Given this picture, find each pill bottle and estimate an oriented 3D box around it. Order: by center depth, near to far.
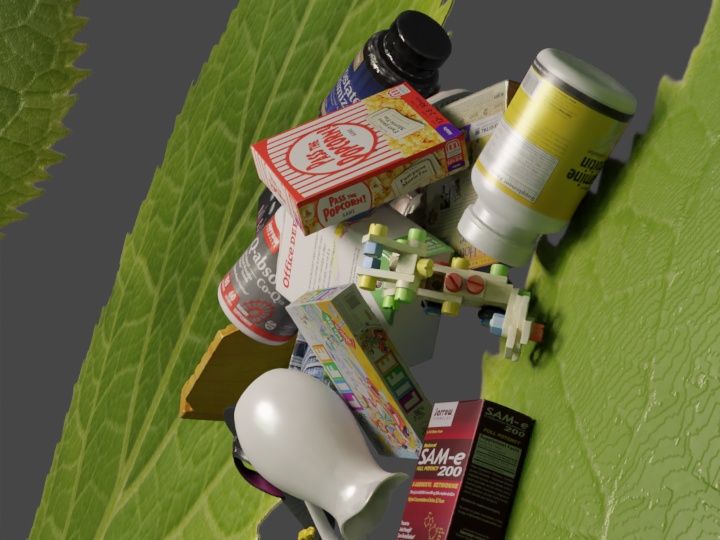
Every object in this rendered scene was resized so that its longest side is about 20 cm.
[{"bbox_3d":[0.178,-0.108,1.419,0.201,0.111,0.112,-61,22,20],"label":"pill bottle"},{"bbox_3d":[-0.080,-0.013,1.784,0.200,0.115,0.116,-50,26,24],"label":"pill bottle"},{"bbox_3d":[0.035,-0.249,1.919,0.200,0.111,0.112,-49,27,42],"label":"pill bottle"}]

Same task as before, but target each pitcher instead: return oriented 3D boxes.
[{"bbox_3d":[-0.051,0.219,1.583,0.200,0.121,0.172,42,135,27],"label":"pitcher"}]

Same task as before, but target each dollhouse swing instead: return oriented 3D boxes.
[{"bbox_3d":[-0.173,0.084,2.052,0.200,0.181,0.176,-56,44,31],"label":"dollhouse swing"}]

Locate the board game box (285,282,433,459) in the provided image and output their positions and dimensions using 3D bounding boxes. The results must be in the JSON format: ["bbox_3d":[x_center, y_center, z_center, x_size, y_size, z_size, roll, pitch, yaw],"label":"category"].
[{"bbox_3d":[0.008,0.110,1.532,0.034,0.201,0.134,-36,9,-22],"label":"board game box"}]

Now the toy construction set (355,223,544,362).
[{"bbox_3d":[0.097,0.018,1.434,0.093,0.199,0.131,-62,-12,-10],"label":"toy construction set"}]

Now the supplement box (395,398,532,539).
[{"bbox_3d":[0.091,0.228,1.377,0.109,0.061,0.201,-17,53,65],"label":"supplement box"}]

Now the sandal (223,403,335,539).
[{"bbox_3d":[-0.107,0.239,1.705,0.201,0.048,0.076,48,146,20],"label":"sandal"}]

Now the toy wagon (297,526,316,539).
[{"bbox_3d":[-0.063,0.392,1.632,0.155,0.039,0.201,-38,36,54],"label":"toy wagon"}]

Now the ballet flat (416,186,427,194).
[{"bbox_3d":[0.050,-0.100,1.802,0.201,0.064,0.076,-70,19,-5],"label":"ballet flat"}]

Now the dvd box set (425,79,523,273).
[{"bbox_3d":[0.124,-0.093,1.570,0.146,0.029,0.202,-18,66,56],"label":"dvd box set"}]

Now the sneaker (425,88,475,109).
[{"bbox_3d":[0.047,-0.165,1.748,0.200,0.076,0.105,-36,33,-3],"label":"sneaker"}]

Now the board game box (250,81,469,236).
[{"bbox_3d":[-0.003,-0.125,1.580,0.152,0.199,0.047,49,159,52],"label":"board game box"}]

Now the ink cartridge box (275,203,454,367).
[{"bbox_3d":[0.000,0.000,1.610,0.200,0.084,0.146,37,130,38],"label":"ink cartridge box"}]

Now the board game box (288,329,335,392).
[{"bbox_3d":[-0.058,0.130,1.773,0.201,0.061,0.201,99,180,-47],"label":"board game box"}]

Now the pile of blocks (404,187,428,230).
[{"bbox_3d":[0.097,-0.053,1.667,0.201,0.082,0.062,-58,-24,3],"label":"pile of blocks"}]

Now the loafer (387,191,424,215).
[{"bbox_3d":[0.026,-0.005,1.734,0.063,0.072,0.201,25,91,30],"label":"loafer"}]

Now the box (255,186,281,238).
[{"bbox_3d":[-0.071,-0.044,1.964,0.106,0.122,0.201,-51,27,38],"label":"box"}]
